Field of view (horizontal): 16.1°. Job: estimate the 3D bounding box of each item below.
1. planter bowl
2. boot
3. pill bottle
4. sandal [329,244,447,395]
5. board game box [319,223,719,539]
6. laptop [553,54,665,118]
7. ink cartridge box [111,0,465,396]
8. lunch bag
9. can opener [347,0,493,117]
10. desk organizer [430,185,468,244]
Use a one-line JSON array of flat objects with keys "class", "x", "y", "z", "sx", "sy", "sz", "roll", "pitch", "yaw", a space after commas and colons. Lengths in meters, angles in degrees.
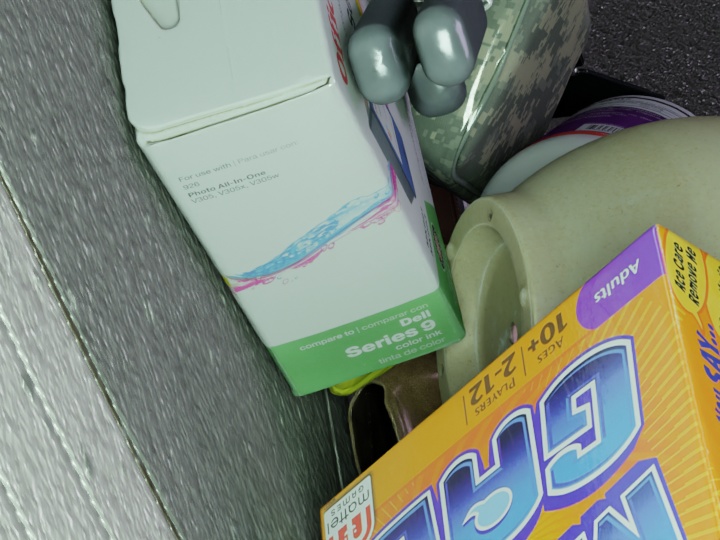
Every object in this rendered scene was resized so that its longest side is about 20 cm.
[{"class": "planter bowl", "x": 0.113, "y": 0.029, "z": 1.110, "sx": 0.200, "sy": 0.135, "sz": 0.201, "roll": 180, "pitch": -90, "yaw": -72}, {"class": "boot", "x": 0.037, "y": 0.138, "z": 1.248, "sx": 0.075, "sy": 0.074, "sz": 0.200, "roll": -24, "pitch": 103, "yaw": -52}, {"class": "pill bottle", "x": 0.133, "y": -0.028, "z": 1.326, "sx": 0.113, "sy": 0.112, "sz": 0.200, "roll": 71, "pitch": 21, "yaw": -6}, {"class": "sandal", "x": 0.000, "y": 0.000, "z": 1.228, "sx": 0.087, "sy": 0.079, "sz": 0.200, "roll": 55, "pitch": 7, "yaw": -8}, {"class": "board game box", "x": 0.128, "y": 0.149, "z": 0.962, "sx": 0.200, "sy": 0.200, "sz": 0.200, "roll": 29, "pitch": 34, "yaw": -29}, {"class": "laptop", "x": 0.071, "y": -0.160, "z": 1.599, "sx": 0.103, "sy": 0.177, "sz": 0.200, "roll": -51, "pitch": 126, "yaw": -49}, {"class": "ink cartridge box", "x": -0.031, "y": -0.064, "z": 1.063, "sx": 0.200, "sy": 0.087, "sz": 0.145, "roll": 59, "pitch": 15, "yaw": -53}, {"class": "lunch bag", "x": 0.016, "y": -0.125, "z": 1.303, "sx": 0.140, "sy": 0.168, "sz": 0.200, "roll": -63, "pitch": 168, "yaw": 1}, {"class": "can opener", "x": 0.032, "y": -0.093, "z": 1.054, "sx": 0.200, "sy": 0.053, "sz": 0.067, "roll": -59, "pitch": 131, "yaw": -79}, {"class": "desk organizer", "x": 0.028, "y": -0.050, "z": 1.486, "sx": 0.072, "sy": 0.077, "sz": 0.200, "roll": 48, "pitch": 28, "yaw": -54}]
